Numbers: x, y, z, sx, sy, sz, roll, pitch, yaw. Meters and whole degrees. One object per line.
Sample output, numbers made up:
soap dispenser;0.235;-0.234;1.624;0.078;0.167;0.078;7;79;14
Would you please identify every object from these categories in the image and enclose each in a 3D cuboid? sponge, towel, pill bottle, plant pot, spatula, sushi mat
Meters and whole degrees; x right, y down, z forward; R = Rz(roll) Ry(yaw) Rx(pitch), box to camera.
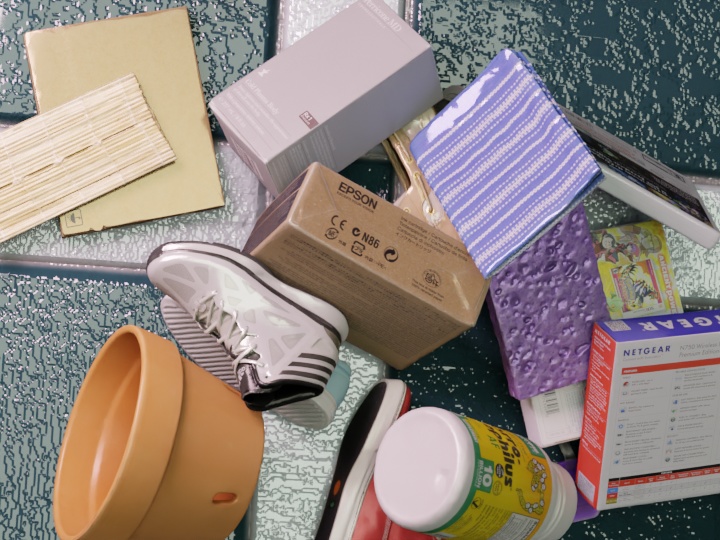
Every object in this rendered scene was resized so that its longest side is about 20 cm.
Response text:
sponge;0.173;0.013;1.489;0.111;0.030;0.202;-17;101;-9
towel;0.127;-0.103;1.432;0.145;0.201;0.024;-42;134;15
pill bottle;0.115;0.202;1.473;0.199;0.112;0.114;23;80;-44
plant pot;-0.178;0.167;1.430;0.139;0.200;0.202;21;82;-24
spatula;0.198;0.152;1.573;0.056;0.021;0.202;-10;83;-17
sushi mat;-0.284;-0.106;1.490;0.199;0.012;0.096;-26;92;-8

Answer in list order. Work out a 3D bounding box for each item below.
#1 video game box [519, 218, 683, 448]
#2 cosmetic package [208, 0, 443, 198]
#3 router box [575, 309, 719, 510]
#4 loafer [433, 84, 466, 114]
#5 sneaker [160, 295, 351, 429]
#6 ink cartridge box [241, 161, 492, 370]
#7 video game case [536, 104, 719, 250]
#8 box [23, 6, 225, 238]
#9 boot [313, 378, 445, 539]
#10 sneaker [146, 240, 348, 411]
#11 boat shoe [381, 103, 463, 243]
video game box;0.235;0.061;1.564;0.181;0.047;0.202;-10;83;-13
cosmetic package;-0.030;-0.165;1.508;0.200;0.090;0.107;-39;57;-9
router box;0.315;0.131;1.515;0.198;0.049;0.181;-4;113;-18
loafer;0.133;-0.098;1.539;0.070;0.070;0.200;-31;70;-24
sneaker;-0.098;0.071;1.514;0.199;0.074;0.082;36;51;-1
ink cartridge box;0.000;0.000;1.464;0.199;0.165;0.076;29;64;-14
video game case;0.249;-0.101;1.529;0.199;0.182;0.023;29;108;-7
box;-0.228;-0.145;1.520;0.162;0.021;0.202;-11;88;-11
boot;0.046;0.216;1.524;0.143;0.072;0.202;19;83;-15
sneaker;-0.110;0.053;1.421;0.199;0.076;0.116;24;45;-9
boat shoe;0.061;-0.070;1.545;0.069;0.074;0.202;-16;78;-7
